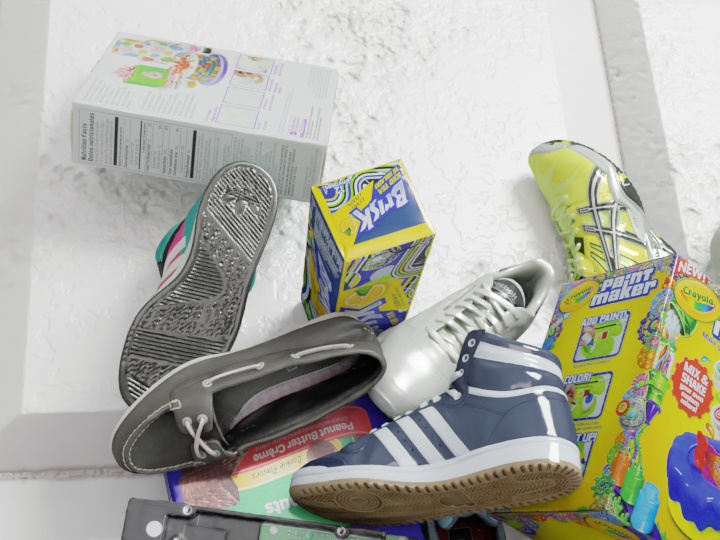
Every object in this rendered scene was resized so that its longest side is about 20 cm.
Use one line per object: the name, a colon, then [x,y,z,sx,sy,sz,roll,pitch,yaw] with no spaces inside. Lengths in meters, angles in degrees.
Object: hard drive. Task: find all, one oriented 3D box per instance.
hard drive: [-0.064,0.231,0.691,0.199,0.038,0.141,8,66,-3]

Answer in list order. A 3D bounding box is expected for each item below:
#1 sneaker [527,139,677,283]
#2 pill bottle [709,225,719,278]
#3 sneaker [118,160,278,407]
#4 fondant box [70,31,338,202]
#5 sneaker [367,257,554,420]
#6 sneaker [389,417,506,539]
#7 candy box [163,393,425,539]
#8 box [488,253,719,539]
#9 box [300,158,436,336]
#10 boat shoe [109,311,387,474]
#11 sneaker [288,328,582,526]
sneaker: [0.202,-0.027,0.902,0.076,0.075,0.200,-29,71,-18]
pill bottle: [0.400,-0.061,0.918,0.113,0.113,0.200,40,67,11]
sneaker: [-0.130,0.021,0.817,0.083,0.121,0.201,27,71,-8]
fondant box: [-0.123,-0.130,0.886,0.199,0.059,0.145,10,34,-3]
sneaker: [0.076,0.046,0.813,0.076,0.081,0.200,50,43,5]
sneaker: [0.075,0.170,0.788,0.079,0.096,0.201,-11,68,-12]
candy box: [-0.049,0.182,0.778,0.168,0.077,0.201,-13,69,-12]
box: [0.227,0.129,0.770,0.200,0.122,0.193,33,63,-22]
box: [0.000,0.000,0.797,0.070,0.200,0.065,-18,69,-13]
boat shoe: [-0.075,0.088,0.730,0.199,0.067,0.057,-25,29,-13]
sneaker: [0.048,0.106,0.725,0.199,0.070,0.109,-11,53,19]
